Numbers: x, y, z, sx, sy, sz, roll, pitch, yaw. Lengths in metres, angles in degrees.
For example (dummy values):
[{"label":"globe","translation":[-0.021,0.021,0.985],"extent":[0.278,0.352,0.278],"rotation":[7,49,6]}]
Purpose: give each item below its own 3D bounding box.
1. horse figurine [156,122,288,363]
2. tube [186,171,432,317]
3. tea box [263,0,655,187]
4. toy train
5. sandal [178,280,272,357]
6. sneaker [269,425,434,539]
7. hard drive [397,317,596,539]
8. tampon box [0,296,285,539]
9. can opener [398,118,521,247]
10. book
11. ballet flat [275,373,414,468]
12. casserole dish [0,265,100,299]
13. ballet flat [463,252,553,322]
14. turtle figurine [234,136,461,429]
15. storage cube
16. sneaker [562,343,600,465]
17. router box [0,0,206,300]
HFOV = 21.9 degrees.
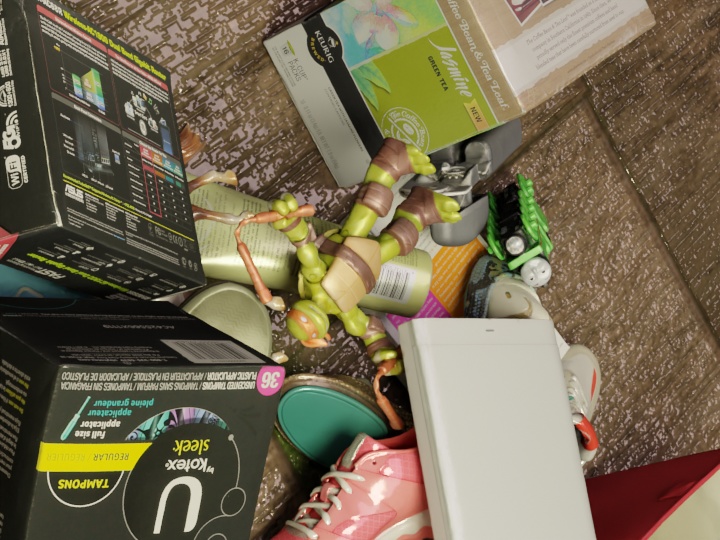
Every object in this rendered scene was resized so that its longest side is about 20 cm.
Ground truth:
[{"label":"horse figurine","translation":[-0.123,0.008,1.234],"extent":[0.133,0.050,0.200],"rotation":[-17,97,-23]},{"label":"tube","translation":[-0.048,-0.014,1.312],"extent":[0.200,0.052,0.058],"rotation":[14,28,-21]},{"label":"tea box","translation":[0.076,-0.180,1.402],"extent":[0.200,0.197,0.134],"rotation":[-36,100,-44]},{"label":"toy train","translation":[0.125,-0.030,1.441],"extent":[0.056,0.042,0.200],"rotation":[57,11,-10]},{"label":"sandal","translation":[-0.109,0.103,1.182],"extent":[0.080,0.057,0.201],"rotation":[32,75,-26]},{"label":"sneaker","translation":[-0.007,0.155,1.255],"extent":[0.200,0.074,0.087],"rotation":[-26,113,-27]},{"label":"hard drive","translation":[0.097,0.132,1.259],"extent":[0.132,0.026,0.200],"rotation":[2,72,-39]},{"label":"tampon box","translation":[-0.153,0.128,1.055],"extent":[0.150,0.126,0.200],"rotation":[2,105,-39]},{"label":"can opener","translation":[0.081,-0.070,1.437],"extent":[0.200,0.053,0.067],"rotation":[-43,129,-65]},{"label":"book","translation":[0.060,0.029,1.420],"extent":[0.200,0.048,0.134],"rotation":[53,48,-14]},{"label":"ballet flat","translation":[0.009,0.117,1.337],"extent":[0.200,0.071,0.065],"rotation":[38,25,-32]},{"label":"casserole dish","translation":[-0.219,0.061,1.143],"extent":[0.121,0.039,0.200],"rotation":[36,52,-30]},{"label":"ballet flat","translation":[0.112,0.062,1.364],"extent":[0.074,0.074,0.200],"rotation":[33,48,-31]},{"label":"turtle figurine","translation":[0.000,0.000,1.269],"extent":[0.161,0.064,0.200],"rotation":[-51,119,-21]},{"label":"storage cube","translation":[0.214,0.252,1.391],"extent":[0.200,0.180,0.171],"rotation":[-32,98,-44]},{"label":"sneaker","translation":[0.158,0.124,1.443],"extent":[0.070,0.093,0.200],"rotation":[55,46,-14]},{"label":"router box","translation":[-0.170,-0.070,1.112],"extent":[0.200,0.062,0.150],"rotation":[29,49,-67]}]
